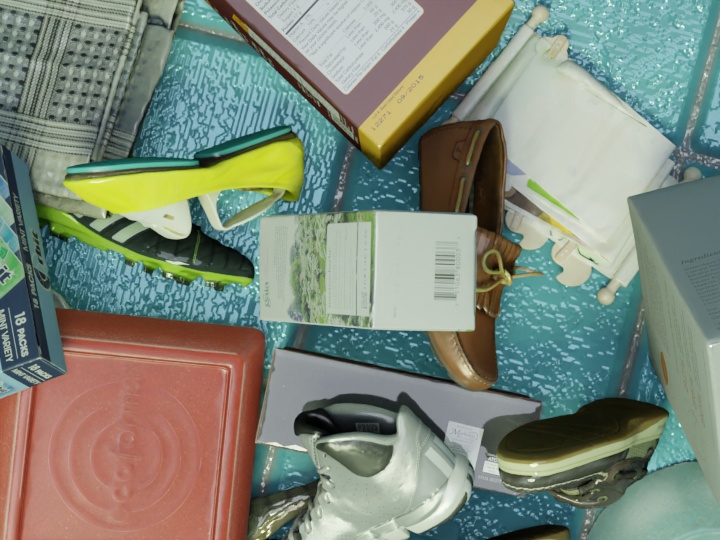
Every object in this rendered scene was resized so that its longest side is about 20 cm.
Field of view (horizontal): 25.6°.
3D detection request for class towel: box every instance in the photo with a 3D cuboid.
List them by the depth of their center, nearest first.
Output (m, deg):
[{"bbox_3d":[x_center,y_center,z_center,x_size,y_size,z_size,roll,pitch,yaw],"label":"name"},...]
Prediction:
[{"bbox_3d":[-0.246,-0.151,1.185,0.199,0.035,0.193,15,77,9],"label":"towel"}]

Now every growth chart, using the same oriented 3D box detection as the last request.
[{"bbox_3d":[0.158,-0.084,1.210,0.200,0.018,0.145,45,91,1],"label":"growth chart"}]

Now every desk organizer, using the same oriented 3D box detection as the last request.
[{"bbox_3d":[0.029,0.109,1.181,0.199,0.077,0.072,12,90,1],"label":"desk organizer"}]

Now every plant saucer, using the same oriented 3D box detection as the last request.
[{"bbox_3d":[-0.171,0.132,1.139,0.199,0.037,0.201,6,86,-14],"label":"plant saucer"},{"bbox_3d":[0.263,0.246,1.193,0.200,0.039,0.202,0,90,2],"label":"plant saucer"}]

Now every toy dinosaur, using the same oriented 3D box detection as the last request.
[{"bbox_3d":[-0.085,0.208,1.200,0.199,0.047,0.089,-17,82,-2],"label":"toy dinosaur"}]

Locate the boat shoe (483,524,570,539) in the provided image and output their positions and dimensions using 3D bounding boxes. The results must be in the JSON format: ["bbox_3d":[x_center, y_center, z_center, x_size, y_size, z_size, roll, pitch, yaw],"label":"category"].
[{"bbox_3d":[0.067,0.245,1.180,0.199,0.073,0.065,-17,85,2],"label":"boat shoe"}]

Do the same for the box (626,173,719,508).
[{"bbox_3d":[0.267,0.045,1.092,0.106,0.200,0.153,-14,122,1],"label":"box"}]

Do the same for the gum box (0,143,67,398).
[{"bbox_3d":[-0.319,0.024,1.122,0.199,0.045,0.171,-21,66,11],"label":"gum box"}]

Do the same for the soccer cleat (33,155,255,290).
[{"bbox_3d":[-0.168,-0.044,1.195,0.199,0.068,0.081,20,87,4],"label":"soccer cleat"}]

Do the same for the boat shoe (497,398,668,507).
[{"bbox_3d":[0.162,0.137,1.120,0.073,0.200,0.065,7,100,37],"label":"boat shoe"}]

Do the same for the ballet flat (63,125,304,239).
[{"bbox_3d":[-0.121,-0.059,1.155,0.199,0.067,0.067,-15,102,-38],"label":"ballet flat"}]

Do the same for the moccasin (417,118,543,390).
[{"bbox_3d":[0.086,-0.013,1.151,0.077,0.074,0.202,-12,63,32],"label":"moccasin"}]

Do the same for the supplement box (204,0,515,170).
[{"bbox_3d":[-0.013,-0.194,1.126,0.200,0.197,0.133,44,90,1],"label":"supplement box"}]

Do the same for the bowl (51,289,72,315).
[{"bbox_3d":[-0.291,0.117,1.191,0.199,0.075,0.201,-10,90,1],"label":"bowl"}]

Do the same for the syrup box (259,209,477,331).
[{"bbox_3d":[0.000,0.000,1.118,0.081,0.200,0.079,2,89,-25],"label":"syrup box"}]

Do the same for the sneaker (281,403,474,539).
[{"bbox_3d":[-0.027,0.155,1.122,0.200,0.075,0.116,-34,109,18],"label":"sneaker"}]
